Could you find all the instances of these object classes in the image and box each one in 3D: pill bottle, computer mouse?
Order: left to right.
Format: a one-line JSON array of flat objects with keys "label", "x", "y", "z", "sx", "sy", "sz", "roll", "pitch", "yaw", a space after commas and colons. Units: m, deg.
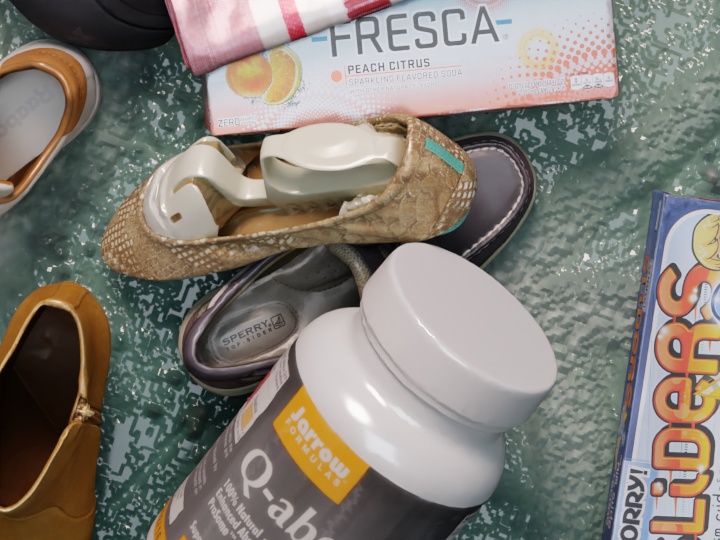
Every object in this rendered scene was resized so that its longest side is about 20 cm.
[{"label": "computer mouse", "x": -0.183, "y": -0.165, "z": 1.005, "sx": 0.200, "sy": 0.140, "sz": 0.046, "roll": 54, "pitch": 51, "yaw": -33}, {"label": "pill bottle", "x": -0.005, "y": 0.091, "z": 0.992, "sx": 0.116, "sy": 0.117, "sz": 0.200, "roll": 36, "pitch": 115, "yaw": -4}]

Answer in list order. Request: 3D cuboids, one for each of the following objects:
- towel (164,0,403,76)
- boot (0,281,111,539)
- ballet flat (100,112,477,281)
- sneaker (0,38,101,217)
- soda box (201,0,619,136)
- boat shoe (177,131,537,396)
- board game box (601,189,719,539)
[{"label": "towel", "x": -0.008, "y": -0.189, "z": 0.984, "sx": 0.198, "sy": 0.023, "sz": 0.145, "roll": -20, "pitch": 83, "yaw": 5}, {"label": "boot", "x": -0.160, "y": 0.104, "z": 1.002, "sx": 0.070, "sy": 0.144, "sz": 0.203, "roll": 12, "pitch": 94, "yaw": -2}, {"label": "ballet flat", "x": -0.044, "y": -0.041, "z": 1.002, "sx": 0.198, "sy": 0.065, "sz": 0.071, "roll": -10, "pitch": 56, "yaw": 22}, {"label": "sneaker", "x": -0.209, "y": -0.037, "z": 1.021, "sx": 0.073, "sy": 0.085, "sz": 0.200, "roll": 44, "pitch": 93, "yaw": -6}, {"label": "soda box", "x": 0.021, "y": -0.106, "z": 1.033, "sx": 0.198, "sy": 0.064, "sz": 0.069, "roll": -5, "pitch": 94, "yaw": -2}, {"label": "boat shoe", "x": 0.000, "y": 0.000, "z": 1.039, "sx": 0.199, "sy": 0.065, "sz": 0.072, "roll": -29, "pitch": 95, "yaw": 0}, {"label": "board game box", "x": 0.198, "y": 0.069, "z": 1.067, "sx": 0.134, "sy": 0.034, "sz": 0.202, "roll": 7, "pitch": 94, "yaw": -3}]
